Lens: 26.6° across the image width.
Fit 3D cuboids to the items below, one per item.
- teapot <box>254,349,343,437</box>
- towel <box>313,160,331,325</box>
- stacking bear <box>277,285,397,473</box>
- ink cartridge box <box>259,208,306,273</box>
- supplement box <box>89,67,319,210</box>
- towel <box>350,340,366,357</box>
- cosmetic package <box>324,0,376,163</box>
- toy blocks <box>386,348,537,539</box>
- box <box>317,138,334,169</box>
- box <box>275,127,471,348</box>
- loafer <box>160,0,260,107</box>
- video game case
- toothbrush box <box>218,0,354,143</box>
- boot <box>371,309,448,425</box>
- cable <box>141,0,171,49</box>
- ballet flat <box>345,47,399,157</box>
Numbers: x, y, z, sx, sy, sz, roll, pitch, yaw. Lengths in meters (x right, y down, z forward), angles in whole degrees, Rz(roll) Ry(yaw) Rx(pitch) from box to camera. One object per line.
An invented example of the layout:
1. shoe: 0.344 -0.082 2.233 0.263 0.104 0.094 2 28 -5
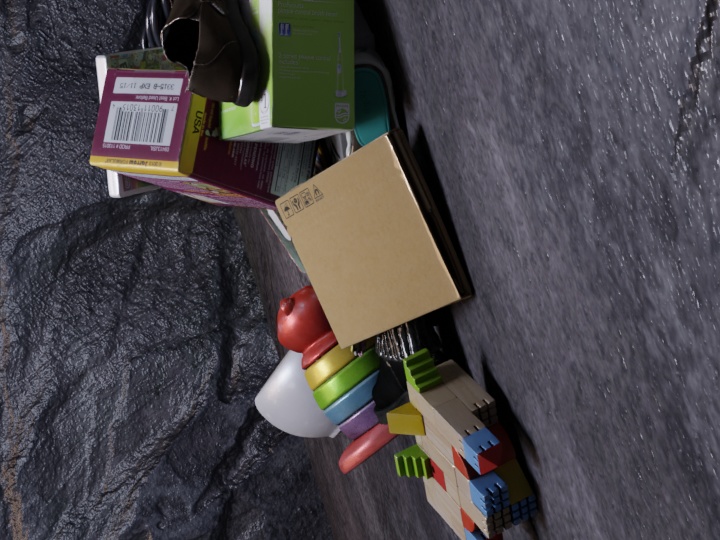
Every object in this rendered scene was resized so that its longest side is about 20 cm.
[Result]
1. teapot: -0.033 0.145 1.964 0.146 0.198 0.200 37 -156 -2
2. towel: -0.039 -0.033 1.624 0.200 0.023 0.154 -123 28 -74
3. stacking bear: -0.021 0.109 1.745 0.114 0.121 0.201 -39 87 38
4. ink cartridge box: -0.081 -0.041 1.830 0.163 0.050 0.200 56 -160 17
5. supplement box: -0.152 -0.129 1.537 0.199 0.130 0.104 17 -99 -53
6. towel: 0.000 0.000 1.654 0.200 0.023 0.145 -83 -5 -77
7. cosmetic package: -0.013 -0.178 1.516 0.201 0.050 0.083 83 166 -50
8. toy blocks: 0.105 0.183 1.386 0.137 0.099 0.201 44 152 50
9. box: -0.046 -0.154 1.779 0.200 0.049 0.161 157 94 -81
10. box: 0.008 -0.024 1.429 0.200 0.021 0.165 -26 88 52
11. loafer: -0.147 -0.224 1.380 0.201 0.071 0.073 -117 36 -46
12. video game case: -0.193 -0.164 1.600 0.018 0.199 0.145 5 105 37
13. toothbrush box: -0.070 -0.223 1.400 0.145 0.085 0.202 -178 90 -66
14. boot: 0.039 0.066 1.556 0.159 0.079 0.211 67 163 6
15. cable: -0.200 -0.302 1.715 0.051 0.164 0.201 24 151 16
16. ballet flat: 0.014 -0.121 1.452 0.070 0.069 0.201 -120 19 -55
